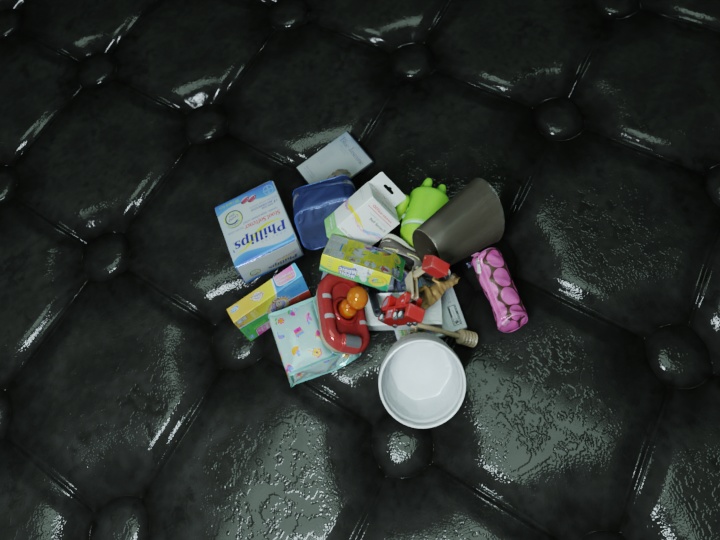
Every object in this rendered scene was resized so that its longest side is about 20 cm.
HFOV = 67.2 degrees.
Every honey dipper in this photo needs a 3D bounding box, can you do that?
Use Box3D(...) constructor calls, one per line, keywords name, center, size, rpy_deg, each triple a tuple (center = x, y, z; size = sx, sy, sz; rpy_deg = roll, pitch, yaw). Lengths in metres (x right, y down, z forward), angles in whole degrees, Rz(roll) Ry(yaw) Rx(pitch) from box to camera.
Box3D(name="honey dipper", center=(0.194, 0.145, 1.281), size=(0.194, 0.038, 0.039), rpy_deg=(16, 62, -26))

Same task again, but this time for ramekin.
Box3D(name="ramekin", center=(0.136, 0.239, 1.229), size=(0.192, 0.105, 0.209), rpy_deg=(0, 101, 2))

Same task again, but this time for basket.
Box3D(name="basket", center=(0.231, -0.095, 1.305), size=(0.197, 0.184, 0.135), rpy_deg=(-32, 44, -19))

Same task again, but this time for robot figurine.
Box3D(name="robot figurine", center=(0.169, -0.135, 1.420), size=(0.170, 0.116, 0.206), rpy_deg=(22, 68, -9))

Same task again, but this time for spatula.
Box3D(name="spatula", center=(0.022, 0.036, 1.330), size=(0.055, 0.021, 0.204), rpy_deg=(-17, 49, 0))

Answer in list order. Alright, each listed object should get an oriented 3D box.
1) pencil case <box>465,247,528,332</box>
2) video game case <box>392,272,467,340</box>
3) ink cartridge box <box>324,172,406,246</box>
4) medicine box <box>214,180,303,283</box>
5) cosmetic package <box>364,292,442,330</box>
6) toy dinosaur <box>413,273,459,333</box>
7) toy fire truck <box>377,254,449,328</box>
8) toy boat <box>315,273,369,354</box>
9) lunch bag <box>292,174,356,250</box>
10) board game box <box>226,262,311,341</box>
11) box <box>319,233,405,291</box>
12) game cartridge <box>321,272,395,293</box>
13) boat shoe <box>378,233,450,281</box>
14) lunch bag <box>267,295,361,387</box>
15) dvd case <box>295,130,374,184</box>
Box3D(name="pencil case", center=(0.338, 0.047, 1.336), size=(0.090, 0.092, 0.205), rpy_deg=(-34, 61, 26))
Box3D(name="video game case", center=(0.156, 0.082, 1.380), size=(0.176, 0.022, 0.206), rpy_deg=(-17, 67, -1))
Box3D(name="ink cartridge box", center=(0.017, -0.134, 1.350), size=(0.198, 0.116, 0.069), rpy_deg=(-38, 38, 21))
Box3D(name="medicine box", center=(-0.273, -0.104, 1.465), size=(0.177, 0.104, 0.204), rpy_deg=(-25, 65, -5))
Box3D(name="cosmetic package", center=(0.103, 0.102, 1.337), size=(0.192, 0.051, 0.086), rpy_deg=(-1, 67, 6))
Box3D(name="toy dinosaur", center=(0.158, 0.064, 1.287), size=(0.106, 0.061, 0.200), rpy_deg=(40, 77, 17))
Box3D(name="toy fire truck", center=(0.115, 0.051, 1.229), size=(0.048, 0.199, 0.146), rpy_deg=(24, 72, -21))
Box3D(name="toy boat", center=(-0.027, 0.083, 1.259), size=(0.127, 0.131, 0.206), rpy_deg=(13, 49, -33))
Box3D(name="lunch bag", center=(-0.083, -0.163, 1.439), size=(0.192, 0.139, 0.135), rpy_deg=(-14, 42, -2))
Box3D(name="board game box", center=(-0.222, 0.082, 1.351), size=(0.197, 0.154, 0.041), rpy_deg=(-35, 68, -9))
Box3D(name="box", center=(0.008, -0.018, 1.284), size=(0.193, 0.050, 0.118), rpy_deg=(16, 30, 3))
Box3D(name="game cartridge", center=(0.000, 0.000, 1.407), size=(0.192, 0.041, 0.137), rpy_deg=(5, 53, 14))
Box3D(name="boat shoe", center=(0.132, -0.017, 1.356), size=(0.195, 0.073, 0.060), rpy_deg=(30, 51, 1))
Box3D(name="lunch bag", center=(-0.108, 0.162, 1.322), size=(0.193, 0.123, 0.175), rpy_deg=(-19, 64, -10))
Box3D(name="dvd case", center=(-0.074, -0.303, 1.575), size=(0.198, 0.018, 0.144), rpy_deg=(-37, 67, -10))
